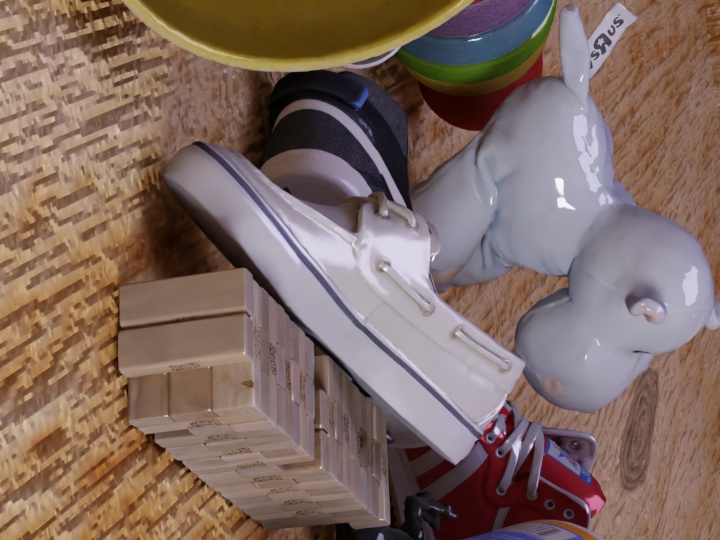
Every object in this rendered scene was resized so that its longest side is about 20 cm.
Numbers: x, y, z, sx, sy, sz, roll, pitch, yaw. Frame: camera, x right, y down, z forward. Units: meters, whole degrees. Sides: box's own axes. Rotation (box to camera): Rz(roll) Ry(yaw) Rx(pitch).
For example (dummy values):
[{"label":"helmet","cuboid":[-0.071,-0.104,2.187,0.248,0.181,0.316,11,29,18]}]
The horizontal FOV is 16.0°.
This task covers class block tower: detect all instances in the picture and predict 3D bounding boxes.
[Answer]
[{"label":"block tower","cuboid":[-0.041,0.059,1.057,0.200,0.058,0.054,48,38,-63]}]

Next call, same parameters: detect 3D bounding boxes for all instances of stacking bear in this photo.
[{"label":"stacking bear","cuboid":[0.060,-0.150,1.445,0.200,0.121,0.114,71,15,-63]}]

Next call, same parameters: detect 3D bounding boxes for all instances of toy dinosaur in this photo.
[{"label":"toy dinosaur","cuboid":[0.007,0.124,1.238,0.088,0.047,0.201,-68,146,-49]}]

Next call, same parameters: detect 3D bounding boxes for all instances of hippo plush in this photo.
[{"label":"hippo plush","cuboid":[0.127,-0.018,1.387,0.161,0.200,0.159,49,24,14]}]

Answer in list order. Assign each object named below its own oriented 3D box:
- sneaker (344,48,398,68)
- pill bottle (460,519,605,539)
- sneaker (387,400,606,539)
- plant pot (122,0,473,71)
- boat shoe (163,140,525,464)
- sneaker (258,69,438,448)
[{"label":"sneaker","cuboid":[-0.039,-0.190,1.184,0.085,0.073,0.201,-154,-133,-71]},{"label":"pill bottle","cuboid":[0.044,0.180,1.158,0.200,0.112,0.113,-7,90,-57]},{"label":"sneaker","cuboid":[0.065,0.080,1.337,0.071,0.112,0.201,-75,155,-55]},{"label":"plant pot","cuboid":[-0.032,-0.200,0.994,0.142,0.199,0.200,60,-7,45]},{"label":"boat shoe","cuboid":[0.000,0.000,1.080,0.200,0.070,0.071,44,-6,-30]},{"label":"sneaker","cuboid":[0.009,-0.015,1.241,0.112,0.073,0.200,-80,157,-43]}]
